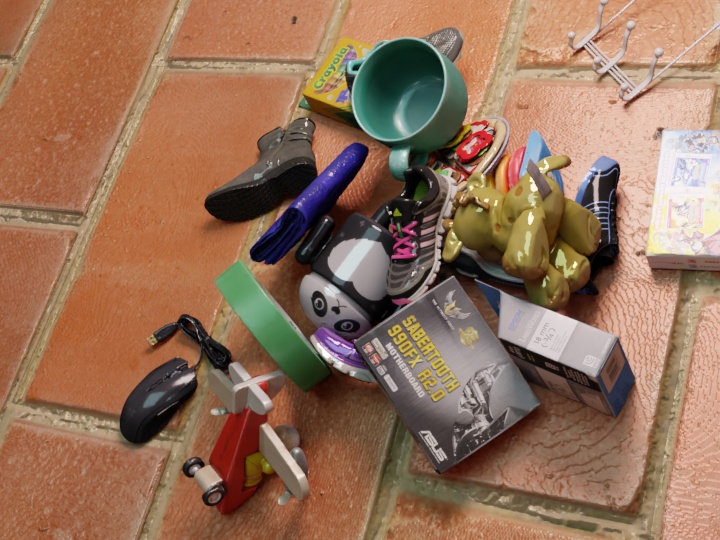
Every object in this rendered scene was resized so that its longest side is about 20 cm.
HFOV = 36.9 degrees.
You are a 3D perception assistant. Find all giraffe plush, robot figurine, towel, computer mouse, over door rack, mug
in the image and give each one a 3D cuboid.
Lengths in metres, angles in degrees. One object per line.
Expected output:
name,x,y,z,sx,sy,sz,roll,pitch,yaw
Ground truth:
giraffe plush,0.189,-0.053,1.388,0.162,0.201,0.173,-1,32,44
robot figurine,0.001,0.001,1.515,0.150,0.125,0.200,33,82,39
towel,-0.068,-0.094,1.569,0.148,0.050,0.200,-41,7,46
computer mouse,-0.299,0.150,1.606,0.200,0.046,0.140,-41,56,-3
over door rack,0.423,-0.358,1.585,0.200,0.067,0.148,-34,55,1
mug,0.070,-0.231,1.563,0.152,0.114,0.185,36,99,29

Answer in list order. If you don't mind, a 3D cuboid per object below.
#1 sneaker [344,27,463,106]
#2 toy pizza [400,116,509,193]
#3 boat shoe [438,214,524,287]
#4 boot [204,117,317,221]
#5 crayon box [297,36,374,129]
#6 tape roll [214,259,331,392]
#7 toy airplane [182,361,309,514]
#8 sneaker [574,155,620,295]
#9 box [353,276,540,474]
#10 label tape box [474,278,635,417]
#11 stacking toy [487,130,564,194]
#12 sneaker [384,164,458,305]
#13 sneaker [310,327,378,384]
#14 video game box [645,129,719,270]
sneaker,0.064,-0.317,1.635,0.199,0.091,0.078,-30,58,2
toy pizza,0.128,-0.156,1.555,0.200,0.032,0.200,-36,25,19
boat shoe,0.171,-0.022,1.502,0.200,0.060,0.076,32,64,36
boot,-0.155,-0.162,1.727,0.199,0.068,0.131,-22,42,13
crayon box,-0.003,-0.299,1.738,0.200,0.052,0.126,25,73,32
tape roll,-0.120,0.076,1.480,0.048,0.201,0.201,-39,55,-2
toy airplane,-0.137,0.216,1.444,0.199,0.141,0.201,-22,69,45
sneaker,0.321,-0.058,1.459,0.078,0.070,0.201,20,78,27
box,0.109,0.133,1.383,0.158,0.048,0.200,-32,82,-7
label tape box,0.232,0.099,1.356,0.199,0.144,0.063,22,74,32
stacking toy,0.179,-0.111,1.534,0.199,0.110,0.116,-10,42,30
sneaker,0.065,-0.054,1.426,0.074,0.087,0.201,-1,62,45
sneaker,0.030,0.113,1.452,0.199,0.081,0.084,19,89,9
video game box,0.480,-0.093,1.423,0.181,0.047,0.201,5,64,23
